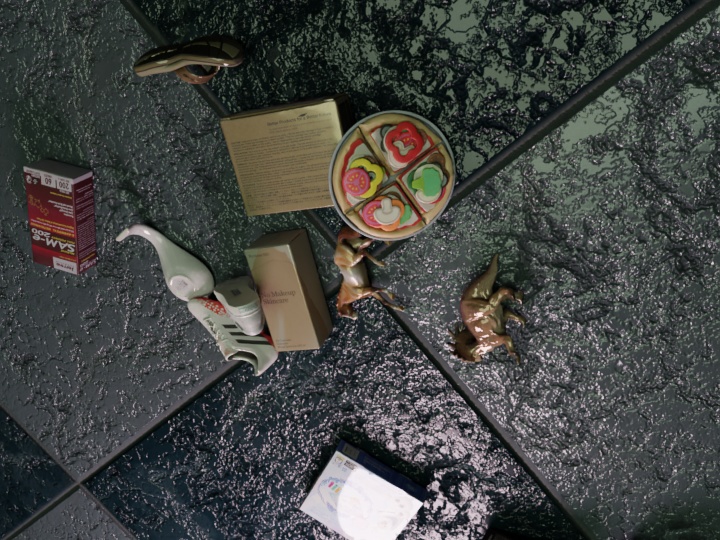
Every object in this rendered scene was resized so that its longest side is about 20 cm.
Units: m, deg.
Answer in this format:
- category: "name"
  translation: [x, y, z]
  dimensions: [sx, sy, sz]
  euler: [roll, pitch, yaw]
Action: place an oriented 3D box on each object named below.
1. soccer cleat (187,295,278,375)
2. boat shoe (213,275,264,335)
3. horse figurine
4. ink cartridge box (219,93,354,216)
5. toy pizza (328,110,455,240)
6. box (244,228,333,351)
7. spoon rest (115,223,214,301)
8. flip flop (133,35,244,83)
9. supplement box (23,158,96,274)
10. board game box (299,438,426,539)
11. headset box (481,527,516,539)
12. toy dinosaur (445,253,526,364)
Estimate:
- category: "soccer cleat"
  translation: [-0.247, 0.121, 1.217]
  dimensions: [0.199, 0.085, 0.069]
  euler: [32, 142, -1]
- category: "boat shoe"
  translation: [-0.205, 0.060, 1.132]
  dimensions: [0.072, 0.200, 0.069]
  euler: [-20, 109, -20]
- category: "horse figurine"
  translation: [0.000, 0.000, 1.098]
  dimensions: [0.132, 0.050, 0.201]
  euler: [10, 127, 37]
- category: "ink cartridge box"
  translation: [-0.104, -0.183, 1.041]
  dimensions: [0.199, 0.075, 0.166]
  euler: [-4, 111, 20]
- category: "toy pizza"
  translation: [0.051, -0.140, 0.987]
  dimensions: [0.199, 0.032, 0.201]
  euler: [-3, 109, -9]
- category: "box"
  translation: [-0.124, 0.035, 1.147]
  dimensions: [0.094, 0.078, 0.201]
  euler: [-8, 111, 22]
- category: "spoon rest"
  translation: [-0.360, -0.017, 1.223]
  dimensions: [0.099, 0.061, 0.200]
  euler: [-33, 113, 29]
- category: "flip flop"
  translation: [-0.270, -0.327, 1.035]
  dimensions: [0.199, 0.081, 0.058]
  euler: [-2, 130, 21]
- category: "supplement box"
  translation: [-0.572, -0.102, 1.244]
  dimensions: [0.108, 0.061, 0.201]
  euler: [15, 118, 11]
- category: "board game box"
  translation: [0.002, 0.468, 1.325]
  dimensions: [0.199, 0.043, 0.199]
  euler: [31, 119, 3]
- category: "headset box"
  translation: [0.317, 0.608, 1.238]
  dimensions: [0.199, 0.077, 0.150]
  euler: [14, 118, 29]
- category: "toy dinosaur"
  translation: [0.195, 0.078, 1.062]
  dimensions: [0.135, 0.086, 0.201]
  euler: [-1, 108, 26]
